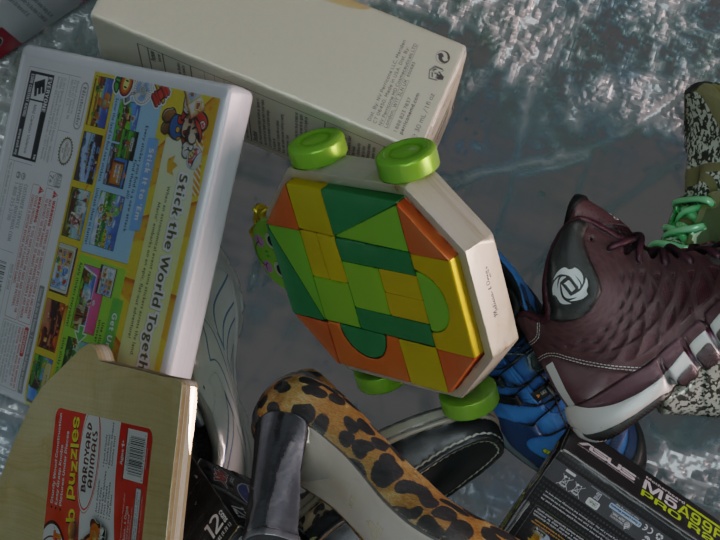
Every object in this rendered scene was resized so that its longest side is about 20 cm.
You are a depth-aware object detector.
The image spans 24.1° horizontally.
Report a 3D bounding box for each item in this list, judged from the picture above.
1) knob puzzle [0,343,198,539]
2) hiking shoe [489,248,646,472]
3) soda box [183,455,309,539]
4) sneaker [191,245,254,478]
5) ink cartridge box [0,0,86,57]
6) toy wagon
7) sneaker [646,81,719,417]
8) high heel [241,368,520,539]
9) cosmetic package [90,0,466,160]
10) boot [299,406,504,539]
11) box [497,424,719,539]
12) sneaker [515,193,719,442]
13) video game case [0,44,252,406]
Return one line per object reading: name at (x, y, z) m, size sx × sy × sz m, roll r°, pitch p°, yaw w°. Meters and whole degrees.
knob puzzle at (-0.141, 0.139, 0.893) m, size 0.030 × 0.219 × 0.222 m, roll 6°, pitch 85°, yaw -36°
hiking shoe at (0.085, 0.050, 0.955) m, size 0.074 × 0.087 × 0.200 m, roll -44°, pitch 85°, yaw 0°
soda box at (-0.110, 0.204, 0.908) m, size 0.063 × 0.071 × 0.201 m, roll 28°, pitch 101°, yaw -38°
sneaker at (-0.101, 0.051, 0.967) m, size 0.074 × 0.087 × 0.202 m, roll -16°, pitch 84°, yaw 4°
ink cartridge box at (-0.184, -0.208, 0.960) m, size 0.199 × 0.146 × 0.083 m, roll -34°, pitch 83°, yaw 0°
toy wagon at (0.000, 0.000, 0.926) m, size 0.039 × 0.199 × 0.156 m, roll -35°, pitch 121°, yaw -35°
sneaker at (0.190, -0.007, 0.948) m, size 0.088 × 0.077 × 0.202 m, roll -4°, pitch 85°, yaw -17°
high heel at (0.036, 0.118, 0.889) m, size 0.198 × 0.143 × 0.072 m, roll 18°, pitch 125°, yaw -9°
cosmetic package at (-0.046, -0.117, 0.963) m, size 0.199 × 0.105 × 0.072 m, roll 24°, pitch 74°, yaw 4°
boot at (0.016, 0.181, 0.928) m, size 0.203 × 0.074 × 0.154 m, roll -33°, pitch 55°, yaw 7°
box at (0.154, 0.206, 0.934) m, size 0.199 × 0.044 × 0.161 m, roll 34°, pitch 112°, yaw 6°
sneaker at (0.167, -0.009, 0.890) m, size 0.199 × 0.076 × 0.116 m, roll -37°, pitch 82°, yaw 4°
video game case at (-0.148, -0.016, 0.947) m, size 0.181 × 0.023 × 0.202 m, roll 16°, pitch 94°, yaw 41°
